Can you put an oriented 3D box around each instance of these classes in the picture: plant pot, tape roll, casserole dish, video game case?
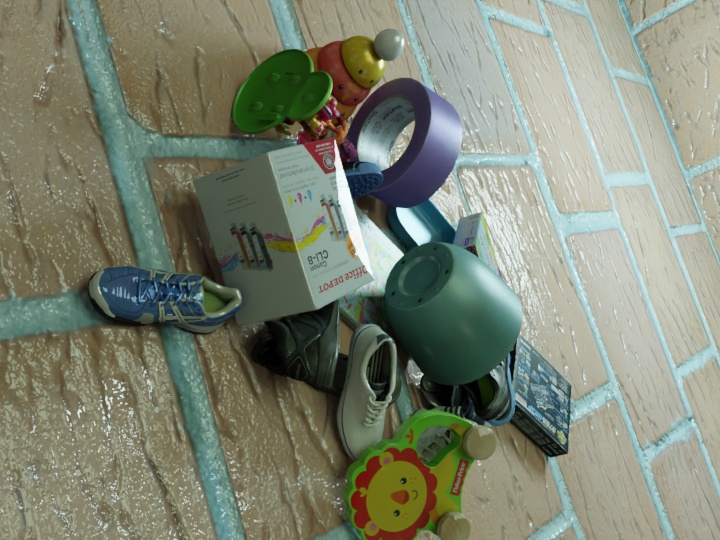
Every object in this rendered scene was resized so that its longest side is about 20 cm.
[{"bbox_3d":[0.131,0.051,1.249,0.161,0.199,0.202,47,41,-37],"label":"plant pot"},{"bbox_3d":[0.069,-0.214,1.335,0.084,0.199,0.203,20,56,-41],"label":"tape roll"},{"bbox_3d":[0.115,-0.071,1.446,0.200,0.039,0.122,47,42,-22],"label":"casserole dish"},{"bbox_3d":[0.000,0.000,1.286,0.182,0.022,0.201,44,43,-26],"label":"video game case"}]

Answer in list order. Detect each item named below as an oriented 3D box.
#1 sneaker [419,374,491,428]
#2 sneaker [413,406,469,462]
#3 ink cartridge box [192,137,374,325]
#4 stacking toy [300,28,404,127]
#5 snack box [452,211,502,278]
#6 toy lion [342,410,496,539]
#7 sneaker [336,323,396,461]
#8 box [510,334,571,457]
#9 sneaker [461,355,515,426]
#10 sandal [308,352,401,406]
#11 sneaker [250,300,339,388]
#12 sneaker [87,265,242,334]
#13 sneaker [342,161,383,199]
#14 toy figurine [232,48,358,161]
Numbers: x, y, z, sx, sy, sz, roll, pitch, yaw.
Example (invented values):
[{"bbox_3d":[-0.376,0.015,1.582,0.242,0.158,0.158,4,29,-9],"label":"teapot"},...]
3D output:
[{"bbox_3d":[0.168,0.165,1.353,0.146,0.076,0.205,31,51,-40],"label":"sneaker"},{"bbox_3d":[0.107,0.268,1.196,0.076,0.115,0.201,55,39,-13],"label":"sneaker"},{"bbox_3d":[-0.096,-0.050,1.035,0.145,0.143,0.203,-25,101,-53],"label":"ink cartridge box"},{"bbox_3d":[-0.010,-0.338,1.307,0.145,0.199,0.148,25,52,-39],"label":"stacking toy"},{"bbox_3d":[0.215,-0.008,1.453,0.200,0.052,0.144,-59,132,-66],"label":"snack box"},{"bbox_3d":[0.075,0.292,1.116,0.190,0.069,0.202,20,85,-17],"label":"toy lion"},{"bbox_3d":[0.011,0.179,1.113,0.072,0.071,0.203,-3,100,-23],"label":"sneaker"},{"bbox_3d":[0.337,0.241,1.538,0.200,0.046,0.160,42,44,-28],"label":"box"},{"bbox_3d":[0.198,0.149,1.284,0.082,0.070,0.202,23,50,-42],"label":"sneaker"},{"bbox_3d":[-0.003,0.153,1.175,0.199,0.054,0.083,28,51,-38],"label":"sandal"},{"bbox_3d":[-0.087,0.081,1.094,0.113,0.077,0.200,11,30,-5],"label":"sneaker"},{"bbox_3d":[-0.231,0.027,0.954,0.199,0.077,0.077,10,63,-47],"label":"sneaker"},{"bbox_3d":[-0.068,-0.143,1.174,0.197,0.070,0.079,-11,63,-11],"label":"sneaker"},{"bbox_3d":[-0.066,-0.218,1.212,0.184,0.199,0.151,41,73,-44],"label":"toy figurine"}]
